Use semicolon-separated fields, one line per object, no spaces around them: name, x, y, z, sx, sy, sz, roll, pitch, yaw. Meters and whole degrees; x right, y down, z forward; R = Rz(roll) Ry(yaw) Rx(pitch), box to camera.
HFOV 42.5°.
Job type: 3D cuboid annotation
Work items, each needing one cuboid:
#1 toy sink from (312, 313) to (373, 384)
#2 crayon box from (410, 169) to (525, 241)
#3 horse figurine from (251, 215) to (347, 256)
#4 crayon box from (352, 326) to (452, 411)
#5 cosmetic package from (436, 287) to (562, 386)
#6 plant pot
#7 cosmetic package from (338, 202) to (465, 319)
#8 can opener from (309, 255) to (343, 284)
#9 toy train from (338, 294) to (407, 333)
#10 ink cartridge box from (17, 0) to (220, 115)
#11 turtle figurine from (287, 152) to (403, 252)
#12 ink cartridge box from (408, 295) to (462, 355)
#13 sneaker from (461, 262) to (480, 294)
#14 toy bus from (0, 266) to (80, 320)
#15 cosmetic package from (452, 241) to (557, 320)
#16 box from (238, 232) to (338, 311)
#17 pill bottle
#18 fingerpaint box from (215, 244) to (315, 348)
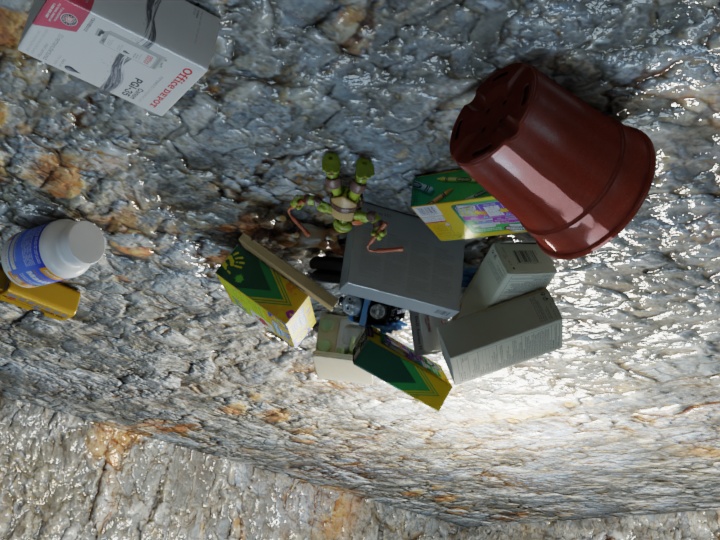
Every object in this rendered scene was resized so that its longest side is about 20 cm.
toy sink;-0.029;0.166;2.014;0.130;0.112;0.200;6;160;5
crayon box;0.192;-0.105;1.416;0.199;0.058;0.119;-6;152;28
horse figurine;-0.094;-0.060;1.601;0.199;0.050;0.133;7;173;-15
crayon box;0.072;0.174;1.690;0.172;0.058;0.200;31;-176;-3
cosmetic package;0.237;0.113;1.568;0.199;0.073;0.104;-18;144;-2
plant pot;0.231;-0.147;1.173;0.195;0.201;0.201;31;148;-27
cosmetic package;0.072;-0.016;1.537;0.199;0.151;0.052;15;156;-14
can opener;0.000;0.000;1.701;0.199;0.066;0.053;2;113;28
toy train;0.029;0.068;1.735;0.114;0.087;0.200;11;-177;14
ink cartridge box;-0.294;-0.289;1.135;0.200;0.083;0.146;23;152;-29
turtle figurine;-0.015;-0.107;1.449;0.199;0.065;0.162;20;141;9
ink cartridge box;0.154;0.094;1.715;0.200;0.118;0.067;0;170;-45
sneaker;0.180;0.009;1.677;0.199;0.075;0.087;11;-161;-35
toy bus;-0.723;0.046;2.022;0.200;0.065;0.078;27;149;-36
cosmetic package;0.245;0.042;1.603;0.105;0.071;0.200;-1;140;-25
box;-0.124;0.005;1.638;0.200;0.021;0.163;36;175;1
pill bottle;-0.576;-0.035;1.745;0.200;0.112;0.112;-11;150;37
fingerpaint box;-0.174;0.052;1.751;0.167;0.073;0.200;35;167;12
